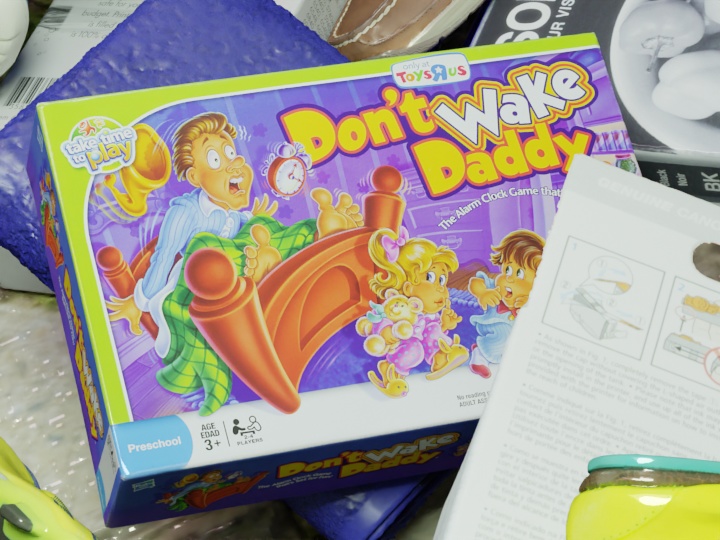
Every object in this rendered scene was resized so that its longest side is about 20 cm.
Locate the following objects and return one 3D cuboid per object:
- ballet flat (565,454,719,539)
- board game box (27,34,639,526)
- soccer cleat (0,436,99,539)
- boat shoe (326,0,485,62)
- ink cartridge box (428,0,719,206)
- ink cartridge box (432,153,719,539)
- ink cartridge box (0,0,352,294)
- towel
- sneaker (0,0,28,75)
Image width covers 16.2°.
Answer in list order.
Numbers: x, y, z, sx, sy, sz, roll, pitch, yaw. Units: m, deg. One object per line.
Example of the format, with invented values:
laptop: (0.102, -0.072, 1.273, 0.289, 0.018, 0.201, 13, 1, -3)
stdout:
ballet flat: (0.155, 0.089, 0.729, 0.199, 0.067, 0.067, 2, 76, -12)
board game box: (0.000, 0.000, 0.847, 0.199, 0.045, 0.135, -9, 66, -17)
soccer cleat: (-0.115, 0.097, 0.873, 0.200, 0.084, 0.065, 33, 105, 41)
boat shoe: (0.035, -0.165, 1.037, 0.076, 0.072, 0.200, -14, 40, 55)
ink cartridge box: (0.104, -0.109, 1.017, 0.199, 0.043, 0.199, 5, 50, 26)
ink cartridge box: (0.111, 0.075, 0.787, 0.162, 0.057, 0.200, 21, 47, 0)
ink cartridge box: (-0.070, -0.082, 1.033, 0.115, 0.068, 0.200, 7, 51, 25)
towel: (-0.029, -0.006, 0.906, 0.200, 0.050, 0.148, 41, 62, 9)
sneaker: (-0.177, -0.113, 1.052, 0.200, 0.077, 0.111, -28, 22, 54)
